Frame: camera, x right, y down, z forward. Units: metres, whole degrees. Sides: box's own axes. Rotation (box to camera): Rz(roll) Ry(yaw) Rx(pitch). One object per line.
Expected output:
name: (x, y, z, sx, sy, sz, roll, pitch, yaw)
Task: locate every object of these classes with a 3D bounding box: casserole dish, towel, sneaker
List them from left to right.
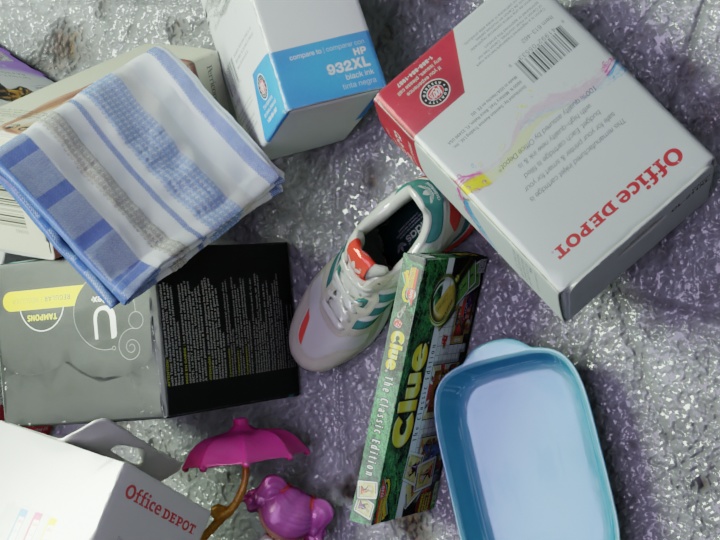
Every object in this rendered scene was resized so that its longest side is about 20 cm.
towel: (-0.156, -0.072, 1.377, 0.147, 0.200, 0.024, 48, 136, 2)
sneaker: (0.001, 0.000, 1.454, 0.200, 0.093, 0.070, -45, 71, 21)
casserole dish: (0.126, 0.149, 1.417, 0.121, 0.039, 0.201, -15, 85, 21)

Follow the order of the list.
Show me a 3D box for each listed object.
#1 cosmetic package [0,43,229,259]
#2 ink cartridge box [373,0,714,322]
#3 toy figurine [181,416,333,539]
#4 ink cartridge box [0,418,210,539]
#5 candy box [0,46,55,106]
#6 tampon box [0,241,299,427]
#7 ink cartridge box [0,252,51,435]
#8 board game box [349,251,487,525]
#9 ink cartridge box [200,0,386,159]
cosmetic package: (-0.196, -0.094, 1.466, 0.087, 0.200, 0.104, 9, 120, 39)
ink cartridge box: (0.130, -0.086, 1.362, 0.146, 0.083, 0.200, -40, 72, -6)
toy figurine: (-0.091, 0.213, 1.503, 0.200, 0.150, 0.184, 31, 96, 1)
ink cartridge box: (-0.214, 0.210, 1.405, 0.125, 0.129, 0.201, 13, 73, 31)
candy box: (-0.312, -0.123, 1.569, 0.200, 0.168, 0.072, 33, 111, 25)
tampon box: (-0.161, 0.047, 1.481, 0.149, 0.200, 0.127, -6, 88, 27)
ink cartridge box: (-0.324, 0.029, 1.597, 0.145, 0.145, 0.201, 25, 103, 26)
board game box: (0.044, 0.085, 1.428, 0.023, 0.105, 0.201, 16, 99, 30)
ink cartridge box: (-0.062, -0.200, 1.448, 0.083, 0.145, 0.201, -16, 82, -16)
